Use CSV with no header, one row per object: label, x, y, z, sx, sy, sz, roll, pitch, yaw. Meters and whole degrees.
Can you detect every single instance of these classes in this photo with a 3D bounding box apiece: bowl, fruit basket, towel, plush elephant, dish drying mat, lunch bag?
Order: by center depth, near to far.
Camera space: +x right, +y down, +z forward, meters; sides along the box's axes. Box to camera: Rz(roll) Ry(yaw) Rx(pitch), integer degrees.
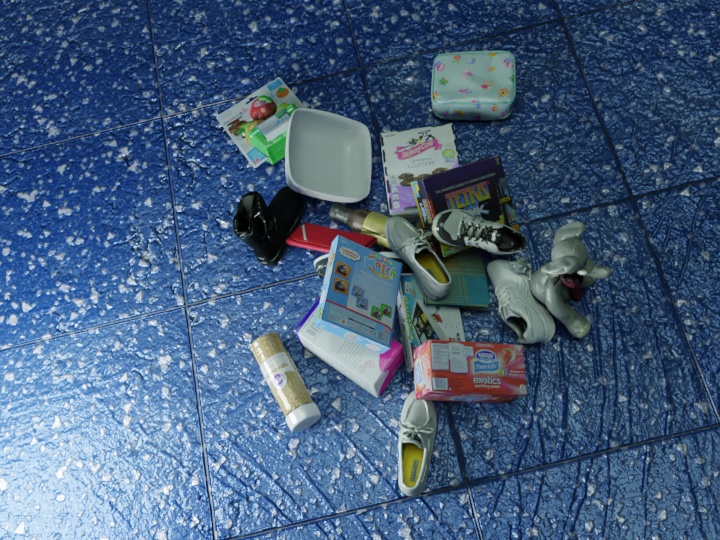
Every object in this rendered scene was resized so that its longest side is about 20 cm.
plush elephant,0.409,-0.001,1.554,0.199,0.155,0.165,31,56,-5
towel,0.192,-0.011,1.665,0.146,0.022,0.201,5,59,-15
dish drying mat,-0.064,-0.066,1.701,0.199,0.018,0.077,12,40,37
bowl,-0.079,-0.244,1.765,0.199,0.075,0.201,10,68,-24
lunch bag,0.263,-0.428,1.833,0.198,0.077,0.162,1,66,7
fruit basket,-0.217,-0.351,1.850,0.185,0.094,0.200,-33,64,-8

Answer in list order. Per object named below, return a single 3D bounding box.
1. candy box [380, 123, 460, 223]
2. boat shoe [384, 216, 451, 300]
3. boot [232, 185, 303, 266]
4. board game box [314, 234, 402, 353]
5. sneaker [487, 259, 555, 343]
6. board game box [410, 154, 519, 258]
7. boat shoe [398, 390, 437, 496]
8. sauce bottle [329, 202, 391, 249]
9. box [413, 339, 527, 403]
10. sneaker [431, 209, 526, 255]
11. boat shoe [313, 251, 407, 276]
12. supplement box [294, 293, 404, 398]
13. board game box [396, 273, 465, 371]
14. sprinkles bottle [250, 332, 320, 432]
candy box,0.136,-0.213,1.759,0.166,0.072,0.201,-8,67,2
boat shoe,0.119,-0.041,1.597,0.074,0.086,0.203,-20,66,-23
boot,-0.195,-0.126,1.707,0.076,0.168,0.201,13,69,19
board game box,0.000,0.045,1.556,0.151,0.037,0.201,24,54,-18
sneaker,0.312,0.060,1.607,0.087,0.075,0.201,-10,58,-38
board game box,0.219,-0.133,1.654,0.199,0.057,0.166,-20,98,-24
boat shoe,0.103,0.322,1.522,0.074,0.086,0.203,7,69,10
sauce bottle,0.025,-0.097,1.725,0.199,0.065,0.065,25,72,23
box,0.208,0.195,1.529,0.198,0.095,0.100,4,70,-16
sneaker,0.241,-0.078,1.585,0.199,0.088,0.076,9,90,-24
boat shoe,0.000,0.000,1.685,0.198,0.076,0.061,-4,61,6
supplement box,-0.020,0.152,1.608,0.199,0.103,0.101,32,73,19
board game box,0.143,0.103,1.624,0.125,0.035,0.201,0,65,-17
sprinkles bottle,-0.153,0.224,1.612,0.068,0.068,0.201,-29,66,-6
